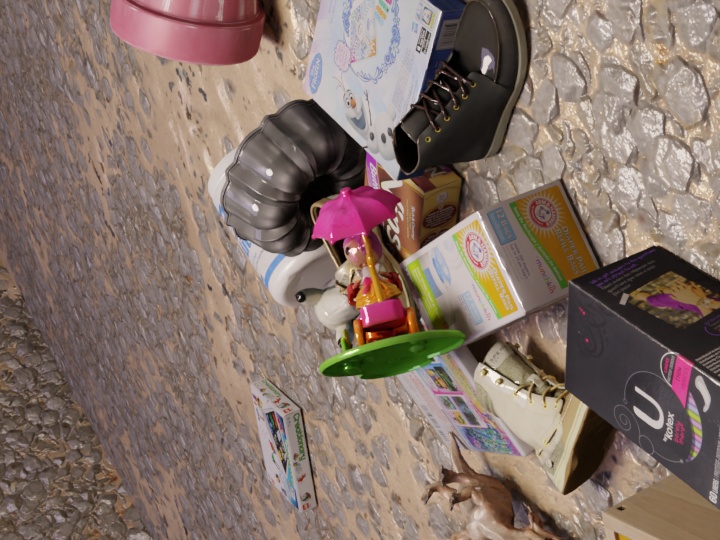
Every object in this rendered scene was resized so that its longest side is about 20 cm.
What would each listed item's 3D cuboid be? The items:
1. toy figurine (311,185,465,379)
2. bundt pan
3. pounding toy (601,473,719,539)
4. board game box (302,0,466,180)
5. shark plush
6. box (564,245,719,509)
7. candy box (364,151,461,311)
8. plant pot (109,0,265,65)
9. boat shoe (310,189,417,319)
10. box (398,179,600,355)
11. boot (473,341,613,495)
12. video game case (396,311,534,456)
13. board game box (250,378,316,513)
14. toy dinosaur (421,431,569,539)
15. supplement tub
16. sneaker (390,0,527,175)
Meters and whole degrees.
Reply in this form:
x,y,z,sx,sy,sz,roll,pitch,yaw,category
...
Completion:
x,y,z,sx,sy,sz,roll,pitch,yaw,category
0.015,0.006,1.289,0.200,0.150,0.185,68,-171,-76,toy figurine
-0.064,-0.101,1.484,0.076,0.202,0.202,39,143,33,bundt pan
0.312,0.319,1.114,0.184,0.142,0.201,16,123,60,pounding toy
0.021,-0.235,1.340,0.199,0.043,0.200,47,136,37,board game box
-0.009,0.041,1.581,0.091,0.083,0.200,48,-175,10,shark plush
0.274,0.084,1.050,0.200,0.106,0.123,39,142,47,box
0.055,-0.053,1.442,0.117,0.056,0.200,49,150,37,candy box
-0.210,-0.380,1.579,0.200,0.199,0.180,43,130,42,plant pot
0.000,0.000,1.424,0.200,0.066,0.074,63,146,25,boat shoe
0.138,0.000,1.262,0.113,0.101,0.200,66,155,5,box
0.189,0.124,1.281,0.155,0.072,0.200,46,151,29,boot
0.100,0.133,1.469,0.200,0.024,0.182,55,157,-12,video game case
-0.130,0.295,2.104,0.126,0.035,0.201,34,138,52,board game box
0.155,0.279,1.462,0.200,0.135,0.086,-111,29,-52,toy dinosaur
-0.103,-0.064,1.660,0.200,0.132,0.132,55,151,26,supplement tub
0.094,-0.175,1.208,0.075,0.106,0.200,49,148,36,sneaker
